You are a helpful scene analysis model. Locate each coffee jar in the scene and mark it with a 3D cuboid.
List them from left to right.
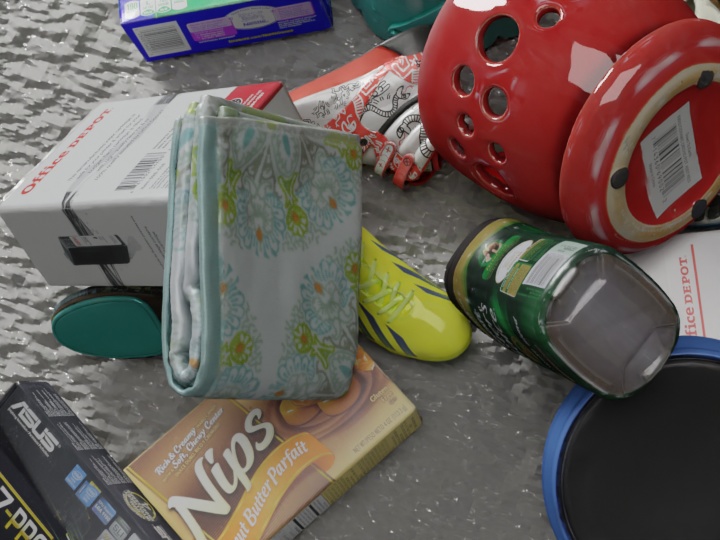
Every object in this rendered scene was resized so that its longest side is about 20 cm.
[{"bbox_3d":[0.134,0.021,1.045,0.104,0.200,0.085,40,86,-18],"label":"coffee jar"}]

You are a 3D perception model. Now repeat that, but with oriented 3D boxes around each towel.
[{"bbox_3d":[-0.062,-0.011,1.028,0.048,0.171,0.201,0,85,40],"label":"towel"}]

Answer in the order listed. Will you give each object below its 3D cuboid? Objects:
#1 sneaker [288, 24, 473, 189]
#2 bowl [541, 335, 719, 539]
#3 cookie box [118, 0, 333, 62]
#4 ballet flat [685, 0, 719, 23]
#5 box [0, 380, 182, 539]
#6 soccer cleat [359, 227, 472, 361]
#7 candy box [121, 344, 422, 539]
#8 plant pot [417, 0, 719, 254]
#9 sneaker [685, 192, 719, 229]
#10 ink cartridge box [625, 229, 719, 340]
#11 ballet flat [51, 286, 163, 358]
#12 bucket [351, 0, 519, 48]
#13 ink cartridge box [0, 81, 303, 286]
[{"bbox_3d":[-0.006,-0.103,1.183,0.201,0.067,0.108,-28,82,8],"label":"sneaker"},{"bbox_3d":[0.227,0.148,1.036,0.200,0.039,0.201,1,95,6],"label":"bowl"},{"bbox_3d":[-0.121,-0.295,1.262,0.170,0.075,0.201,-10,69,6],"label":"cookie box"},{"bbox_3d":[0.264,-0.218,1.182,0.074,0.074,0.201,-23,69,0],"label":"ballet flat"},{"bbox_3d":[-0.232,0.207,1.096,0.200,0.049,0.161,46,102,20],"label":"box"},{"bbox_3d":[-0.001,0.000,1.137,0.200,0.084,0.065,38,80,18],"label":"soccer cleat"},{"bbox_3d":[-0.066,0.134,1.116,0.200,0.055,0.115,-41,70,-6],"label":"candy box"},{"bbox_3d":[0.172,-0.125,1.069,0.200,0.201,0.182,-45,50,-8],"label":"plant pot"},{"bbox_3d":[0.311,-0.053,1.111,0.199,0.090,0.079,-4,57,29],"label":"sneaker"},{"bbox_3d":[0.284,0.032,1.092,0.199,0.068,0.116,-5,71,6],"label":"ink cartridge box"},{"bbox_3d":[-0.144,0.025,1.153,0.199,0.074,0.075,-5,70,21],"label":"ballet flat"},{"bbox_3d":[0.072,-0.293,1.200,0.206,0.135,0.208,-3,72,8],"label":"bucket"},{"bbox_3d":[-0.151,-0.063,1.115,0.199,0.084,0.144,0,40,39],"label":"ink cartridge box"}]
